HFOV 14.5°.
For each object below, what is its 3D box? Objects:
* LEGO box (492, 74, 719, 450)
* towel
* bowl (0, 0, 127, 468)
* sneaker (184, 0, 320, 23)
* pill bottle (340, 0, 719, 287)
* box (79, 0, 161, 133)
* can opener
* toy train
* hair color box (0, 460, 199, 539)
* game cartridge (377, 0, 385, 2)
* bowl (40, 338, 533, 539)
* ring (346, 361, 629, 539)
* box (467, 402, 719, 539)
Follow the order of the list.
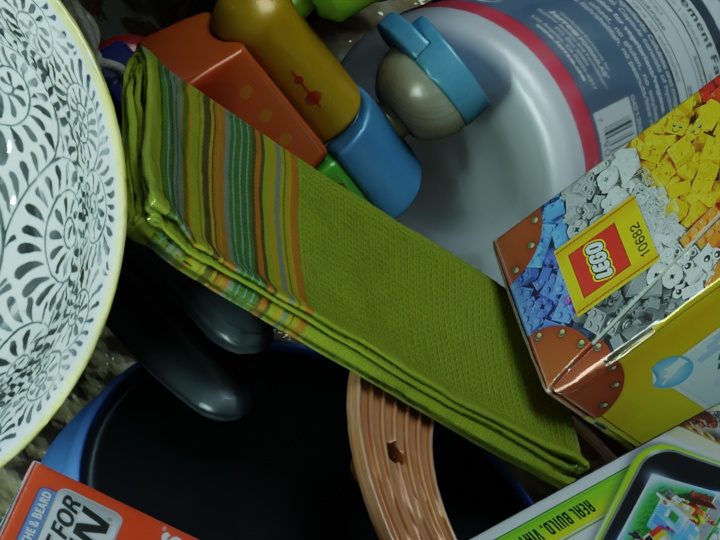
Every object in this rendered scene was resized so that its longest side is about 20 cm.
[{"bbox_3d":[0.171,0.017,1.030,0.200,0.149,0.077,35,28,-42],"label":"LEGO box"},{"bbox_3d":[0.000,0.000,0.949,0.200,0.018,0.086,32,35,-31],"label":"towel"},{"bbox_3d":[-0.164,-0.018,0.918,0.200,0.201,0.094,36,2,7],"label":"bowl"},{"bbox_3d":[-0.016,-0.135,1.200,0.082,0.070,0.200,26,39,2],"label":"sneaker"},{"bbox_3d":[0.087,-0.071,1.156,0.120,0.120,0.200,43,39,16],"label":"pill bottle"},{"bbox_3d":[-0.128,-0.117,1.132,0.039,0.042,0.200,-12,55,-41],"label":"box"},{"bbox_3d":[-0.089,-0.017,0.990,0.078,0.064,0.200,-12,33,-29],"label":"can opener"},{"bbox_3d":[-0.041,-0.083,0.991,0.200,0.116,0.085,50,-4,-40],"label":"toy train"},{"bbox_3d":[-0.033,0.152,0.834,0.199,0.111,0.064,26,36,-6],"label":"hair color box"},{"bbox_3d":[-0.029,-0.165,1.140,0.129,0.039,0.200,-13,39,-21],"label":"game cartridge"},{"bbox_3d":[-0.016,0.104,0.958,0.200,0.039,0.201,18,40,-16],"label":"bowl"},{"bbox_3d":[0.067,0.096,0.968,0.200,0.019,0.201,34,34,-27],"label":"ring"},{"bbox_3d":[0.105,0.106,0.858,0.110,0.035,0.200,43,38,21],"label":"box"}]
